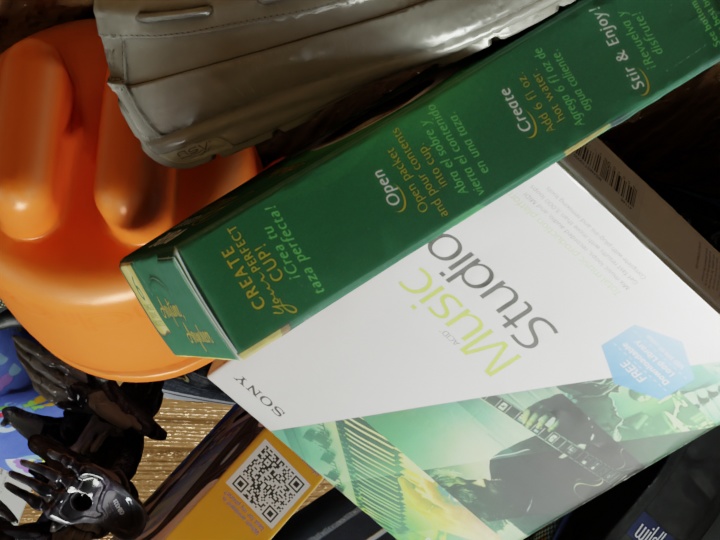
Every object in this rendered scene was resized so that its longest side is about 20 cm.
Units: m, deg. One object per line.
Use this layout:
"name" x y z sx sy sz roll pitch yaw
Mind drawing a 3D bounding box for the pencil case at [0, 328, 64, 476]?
"pencil case" -0.186 0.044 1.258 0.087 0.078 0.200 -21 159 7

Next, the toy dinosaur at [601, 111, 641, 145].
"toy dinosaur" 0.060 -0.049 1.015 0.101 0.058 0.200 2 163 -8

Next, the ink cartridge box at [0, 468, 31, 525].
"ink cartridge box" -0.253 0.097 1.373 0.116 0.068 0.200 25 -176 40

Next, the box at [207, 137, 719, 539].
"box" 0.054 0.034 1.025 0.144 0.036 0.200 41 130 -17

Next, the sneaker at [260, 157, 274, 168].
"sneaker" 0.000 0.000 1.151 0.200 0.077 0.085 17 155 -20

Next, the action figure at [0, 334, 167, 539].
"action figure" -0.144 0.086 1.166 0.102 0.119 0.200 37 -174 -9

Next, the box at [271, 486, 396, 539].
"box" 0.029 0.197 1.218 0.200 0.199 0.123 -31 -177 -32

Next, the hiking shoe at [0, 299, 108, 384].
"hiking shoe" -0.198 0.002 1.082 0.200 0.101 0.076 2 161 -15

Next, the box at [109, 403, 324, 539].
"box" -0.079 0.121 1.145 0.041 0.200 0.119 48 152 -6

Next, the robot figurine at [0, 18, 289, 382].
"robot figurine" -0.093 -0.024 0.986 0.144 0.117 0.200 -34 163 -6

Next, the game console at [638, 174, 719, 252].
"game console" 0.221 -0.048 1.105 0.200 0.118 0.171 13 -171 -39

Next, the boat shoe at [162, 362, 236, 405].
"boat shoe" -0.028 0.035 1.252 0.200 0.071 0.091 3 165 -1

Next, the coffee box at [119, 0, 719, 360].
"coffee box" 0.019 -0.038 0.860 0.200 0.044 0.123 -32 -173 -14

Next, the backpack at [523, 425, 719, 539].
"backpack" 0.162 0.091 1.141 0.200 0.191 0.154 22 -171 -21

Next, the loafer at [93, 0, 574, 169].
"loafer" 0.007 -0.098 0.830 0.200 0.070 0.070 -23 -167 12
